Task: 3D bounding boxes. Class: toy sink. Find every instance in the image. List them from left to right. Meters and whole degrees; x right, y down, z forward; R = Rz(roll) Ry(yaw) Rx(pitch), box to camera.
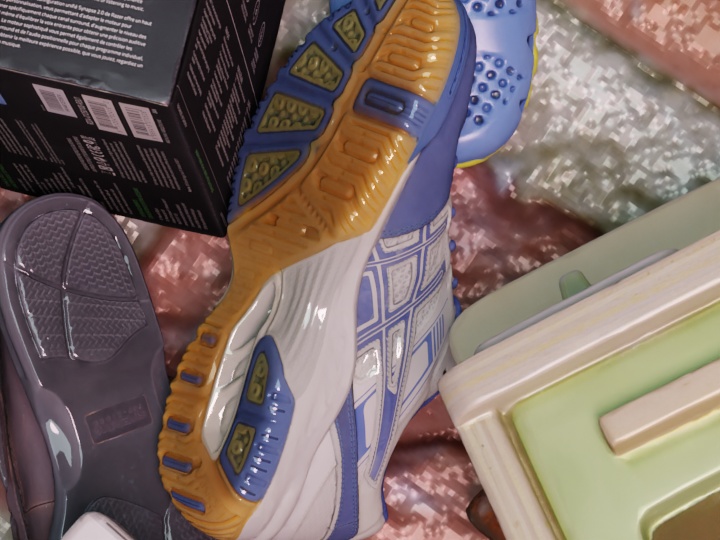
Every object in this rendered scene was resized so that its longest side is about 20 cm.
[{"bbox_3d":[0.107,0.057,0.670,0.130,0.112,0.201,-26,65,7],"label":"toy sink"}]

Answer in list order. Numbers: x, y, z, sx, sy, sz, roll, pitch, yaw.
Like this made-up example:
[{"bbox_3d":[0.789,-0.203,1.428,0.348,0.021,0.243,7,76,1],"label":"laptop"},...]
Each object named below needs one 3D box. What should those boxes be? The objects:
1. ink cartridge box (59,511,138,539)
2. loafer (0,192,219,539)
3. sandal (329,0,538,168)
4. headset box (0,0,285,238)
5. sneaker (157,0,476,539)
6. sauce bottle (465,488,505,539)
[{"bbox_3d":[-0.078,0.205,0.664,0.176,0.045,0.200,38,84,16],"label":"ink cartridge box"},{"bbox_3d":[-0.094,0.075,0.789,0.071,0.063,0.201,-11,86,-28],"label":"loafer"},{"bbox_3d":[0.022,-0.137,0.788,0.079,0.087,0.202,-7,85,2],"label":"sandal"},{"bbox_3d":[-0.071,-0.133,0.742,0.092,0.174,0.201,13,79,4],"label":"headset box"},{"bbox_3d":[0.000,0.000,0.770,0.075,0.088,0.201,30,100,48],"label":"sneaker"},{"bbox_3d":[0.122,0.030,0.771,0.066,0.066,0.200,40,87,7],"label":"sauce bottle"}]
